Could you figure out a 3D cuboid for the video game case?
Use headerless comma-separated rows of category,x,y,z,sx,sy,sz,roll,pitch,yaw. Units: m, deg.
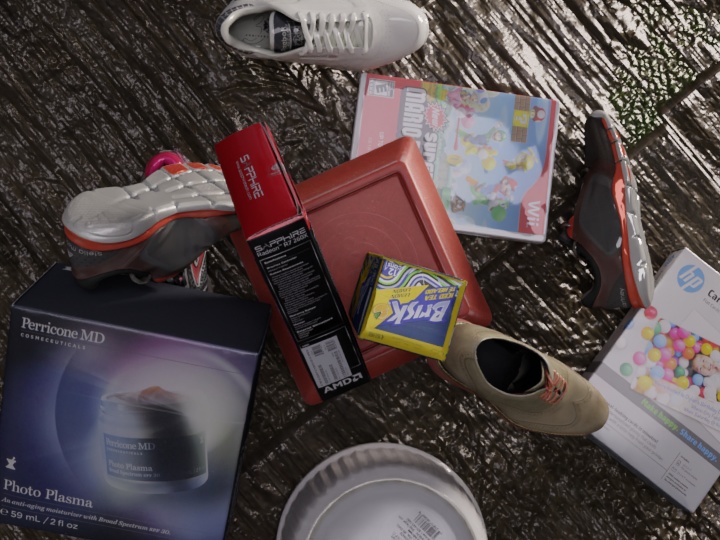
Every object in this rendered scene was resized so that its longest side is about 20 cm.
video game case,0.089,-0.109,0.949,0.199,0.017,0.144,7,84,-3

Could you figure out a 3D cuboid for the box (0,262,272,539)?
box,-0.193,0.119,0.826,0.199,0.123,0.199,11,106,-3

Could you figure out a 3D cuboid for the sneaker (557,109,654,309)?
sneaker,0.224,-0.057,0.927,0.082,0.077,0.201,-12,71,21

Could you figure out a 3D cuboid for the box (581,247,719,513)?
box,0.310,0.104,0.935,0.156,0.041,0.200,38,83,0

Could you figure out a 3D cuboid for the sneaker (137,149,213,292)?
sneaker,-0.180,-0.011,0.893,0.080,0.075,0.201,-5,86,-5

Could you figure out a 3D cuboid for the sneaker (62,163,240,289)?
sneaker,-0.163,-0.035,0.825,0.200,0.082,0.077,-15,42,-39

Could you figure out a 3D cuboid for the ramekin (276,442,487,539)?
ramekin,0.022,0.258,0.869,0.199,0.105,0.201,0,85,-4

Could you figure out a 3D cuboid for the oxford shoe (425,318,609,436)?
oxford shoe,0.150,0.104,0.845,0.200,0.075,0.071,23,83,-25

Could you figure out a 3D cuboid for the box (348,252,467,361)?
box,0.033,0.025,0.795,0.070,0.200,0.065,16,90,-3

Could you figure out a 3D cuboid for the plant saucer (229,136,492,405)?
plant saucer,0.000,0.000,0.912,0.199,0.037,0.200,-24,92,-3

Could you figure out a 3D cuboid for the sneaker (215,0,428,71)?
sneaker,-0.035,-0.222,0.909,0.199,0.081,0.077,-1,106,0

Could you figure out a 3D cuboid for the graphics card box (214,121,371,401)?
graphics card box,-0.053,-0.003,0.781,0.051,0.200,0.126,-24,45,-2
